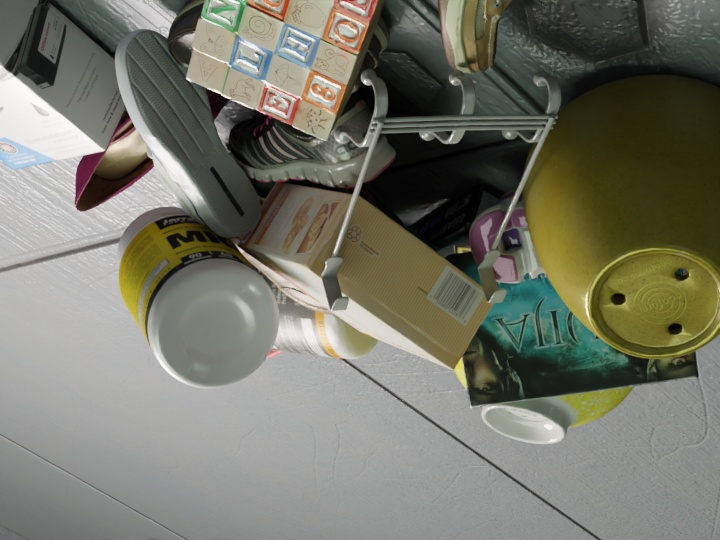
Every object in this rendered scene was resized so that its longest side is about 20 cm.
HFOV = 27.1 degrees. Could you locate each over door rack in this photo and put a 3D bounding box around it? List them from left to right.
[{"bbox_3d":[0.052,-0.064,1.105,0.147,0.067,0.201,-3,132,-18],"label":"over door rack"}]

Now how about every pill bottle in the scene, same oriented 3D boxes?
[{"bbox_3d":[-0.152,0.016,1.327,0.114,0.115,0.200,34,-176,-28],"label":"pill bottle"},{"bbox_3d":[-0.080,0.024,1.509,0.199,0.117,0.117,5,151,28],"label":"pill bottle"}]

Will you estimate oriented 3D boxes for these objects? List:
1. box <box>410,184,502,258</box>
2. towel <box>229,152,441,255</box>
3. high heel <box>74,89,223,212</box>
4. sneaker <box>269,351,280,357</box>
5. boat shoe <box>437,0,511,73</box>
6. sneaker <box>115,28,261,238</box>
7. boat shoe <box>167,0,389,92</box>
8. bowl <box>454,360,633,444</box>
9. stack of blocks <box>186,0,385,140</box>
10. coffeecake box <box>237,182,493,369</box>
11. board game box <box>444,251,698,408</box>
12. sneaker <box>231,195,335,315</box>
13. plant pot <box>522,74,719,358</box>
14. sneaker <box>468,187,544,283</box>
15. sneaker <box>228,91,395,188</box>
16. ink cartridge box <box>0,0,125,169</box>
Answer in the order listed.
[{"bbox_3d":[0.122,0.003,1.403,0.158,0.046,0.200,28,153,-18],"label":"box"},{"bbox_3d":[-0.031,-0.060,1.366,0.147,0.022,0.199,40,165,-36],"label":"towel"},{"bbox_3d":[-0.192,-0.109,1.346,0.067,0.097,0.200,32,152,-23],"label":"high heel"},{"bbox_3d":[-0.119,0.056,1.638,0.074,0.087,0.199,36,151,-29],"label":"sneaker"},{"bbox_3d":[0.089,-0.202,1.001,0.075,0.072,0.200,-2,153,8],"label":"boat shoe"},{"bbox_3d":[-0.159,-0.111,1.270,0.071,0.073,0.201,7,130,49],"label":"sneaker"},{"bbox_3d":[-0.075,-0.171,1.164,0.199,0.074,0.075,2,150,33],"label":"boat shoe"},{"bbox_3d":[0.162,0.095,1.380,0.199,0.108,0.201,15,154,7],"label":"bowl"},{"bbox_3d":[-0.041,-0.198,1.028,0.114,0.059,0.201,24,136,0],"label":"stack of blocks"},{"bbox_3d":[0.000,0.000,1.263,0.153,0.073,0.200,35,173,-21],"label":"coffeecake box"},{"bbox_3d":[0.181,0.039,1.280,0.198,0.136,0.028,-9,-176,15],"label":"board game box"},{"bbox_3d":[-0.072,-0.021,1.396,0.199,0.071,0.076,27,171,17],"label":"sneaker"},{"bbox_3d":[0.214,-0.019,1.090,0.198,0.142,0.201,5,128,6],"label":"plant pot"},{"bbox_3d":[0.189,-0.051,1.225,0.198,0.089,0.081,-10,109,14],"label":"sneaker"},{"bbox_3d":[-0.051,-0.124,1.249,0.199,0.074,0.088,12,130,53],"label":"sneaker"},{"bbox_3d":[-0.320,-0.184,1.304,0.144,0.085,0.200,-6,144,42],"label":"ink cartridge box"}]
